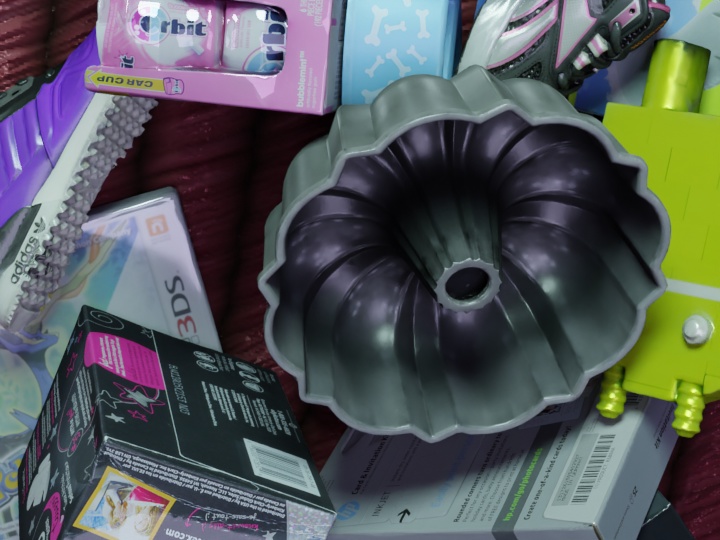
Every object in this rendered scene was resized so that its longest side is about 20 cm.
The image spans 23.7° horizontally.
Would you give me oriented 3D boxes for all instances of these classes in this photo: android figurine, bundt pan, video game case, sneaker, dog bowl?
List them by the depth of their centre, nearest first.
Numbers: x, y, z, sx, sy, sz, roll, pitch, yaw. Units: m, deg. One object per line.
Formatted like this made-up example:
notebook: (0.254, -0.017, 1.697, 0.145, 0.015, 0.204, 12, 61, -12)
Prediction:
bundt pan: (0.045, -0.015, 0.837, 0.201, 0.076, 0.202, -6, 128, -7)
android figurine: (0.169, -0.017, 0.878, 0.041, 0.182, 0.201, 15, 90, -51)
sneaker: (0.114, -0.132, 0.895, 0.086, 0.080, 0.201, 26, 109, 17)
dog bowl: (0.025, -0.108, 0.908, 0.049, 0.200, 0.112, 5, 78, 6)
sneaker: (-0.184, -0.076, 0.942, 0.099, 0.070, 0.201, 27, 86, 9)
video game case: (-0.180, 0.064, 1.010, 0.199, 0.022, 0.183, -17, 109, -7)

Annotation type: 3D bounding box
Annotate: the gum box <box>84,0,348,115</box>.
gum box: (-0.060, -0.119, 0.868, 0.113, 0.200, 0.066, 5, 98, 5)

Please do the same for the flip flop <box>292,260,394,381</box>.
flip flop: (0.000, 0.000, 0.968, 0.081, 0.200, 0.058, -33, 78, -34)

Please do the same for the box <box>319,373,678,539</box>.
box: (0.074, 0.102, 0.955, 0.199, 0.156, 0.041, -7, 124, 35)

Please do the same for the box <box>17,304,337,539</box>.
box: (-0.106, 0.120, 0.926, 0.132, 0.200, 0.115, 21, 103, -18)

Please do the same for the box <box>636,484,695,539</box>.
box: (0.141, 0.154, 1.005, 0.079, 0.200, 0.141, -38, 118, 1)

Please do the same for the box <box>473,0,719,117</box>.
box: (0.151, -0.145, 0.947, 0.199, 0.048, 0.122, 16, 106, 22)
